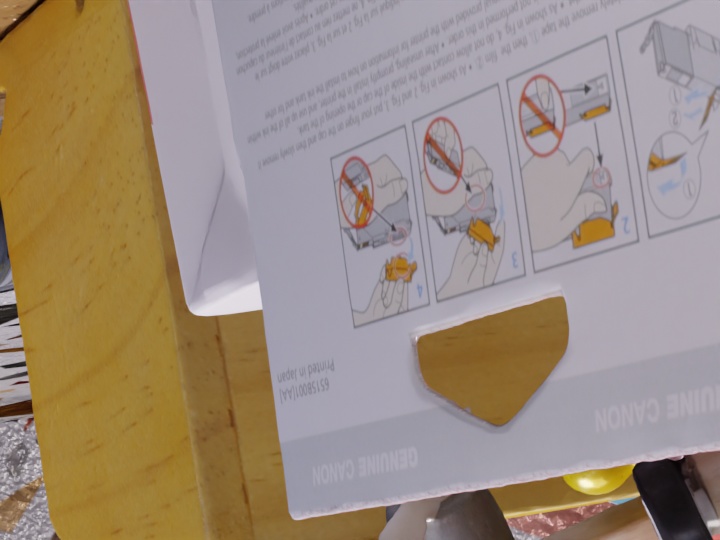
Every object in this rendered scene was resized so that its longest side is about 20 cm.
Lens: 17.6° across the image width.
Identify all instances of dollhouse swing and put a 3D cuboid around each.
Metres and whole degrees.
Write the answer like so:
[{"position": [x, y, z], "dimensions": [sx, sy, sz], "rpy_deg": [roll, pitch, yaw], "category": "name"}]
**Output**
[{"position": [0.000, 0.000, 0.746], "dimensions": [0.175, 0.201, 0.182], "rpy_deg": [-8, 174, -26], "category": "dollhouse swing"}]

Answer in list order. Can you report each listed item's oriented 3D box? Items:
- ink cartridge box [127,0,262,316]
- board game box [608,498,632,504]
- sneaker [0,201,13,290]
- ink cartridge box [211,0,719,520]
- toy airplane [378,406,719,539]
[{"position": [0.044, -0.061, 0.639], "dimensions": [0.199, 0.117, 0.067], "rpy_deg": [-8, 172, -27], "category": "ink cartridge box"}, {"position": [0.164, -0.017, 0.867], "dimensions": [0.200, 0.151, 0.047], "rpy_deg": [-23, -162, -28], "category": "board game box"}, {"position": [-0.152, -0.025, 0.956], "dimensions": [0.081, 0.074, 0.200], "rpy_deg": [-16, -177, -10], "category": "sneaker"}, {"position": [0.033, -0.045, 0.476], "dimensions": [0.043, 0.174, 0.200], "rpy_deg": [-7, 174, -29], "category": "ink cartridge box"}, {"position": [0.107, 0.057, 0.630], "dimensions": [0.199, 0.141, 0.199], "rpy_deg": [9, 128, -30], "category": "toy airplane"}]
